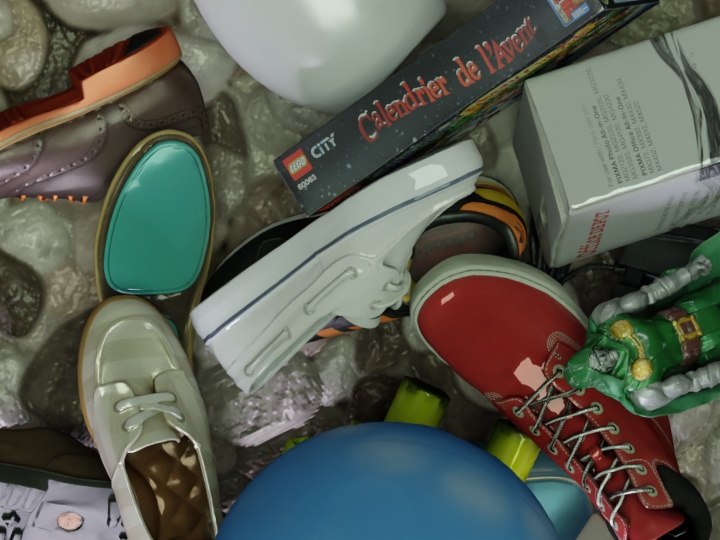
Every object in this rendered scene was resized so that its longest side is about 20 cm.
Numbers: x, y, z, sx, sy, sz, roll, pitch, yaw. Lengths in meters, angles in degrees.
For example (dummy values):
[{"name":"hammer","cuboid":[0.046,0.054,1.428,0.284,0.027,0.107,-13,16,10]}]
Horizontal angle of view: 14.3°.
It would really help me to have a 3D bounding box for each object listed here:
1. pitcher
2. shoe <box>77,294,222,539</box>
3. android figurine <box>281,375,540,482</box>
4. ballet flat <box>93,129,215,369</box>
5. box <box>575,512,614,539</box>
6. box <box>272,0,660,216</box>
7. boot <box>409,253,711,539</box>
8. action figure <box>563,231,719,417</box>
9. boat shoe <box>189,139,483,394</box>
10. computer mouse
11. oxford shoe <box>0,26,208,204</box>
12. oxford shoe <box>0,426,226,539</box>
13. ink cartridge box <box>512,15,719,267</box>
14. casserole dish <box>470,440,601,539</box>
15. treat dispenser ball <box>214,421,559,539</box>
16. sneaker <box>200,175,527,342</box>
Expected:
[{"name":"pitcher","cuboid":[-0.034,-0.200,1.592,0.200,0.121,0.172,44,78,-2]},{"name":"shoe","cuboid":[-0.107,0.111,1.600,0.070,0.053,0.201,-17,101,-24]},{"name":"android figurine","cuboid":[0.025,0.168,1.662,0.181,0.041,0.201,22,98,-8]},{"name":"ballet flat","cuboid":[-0.123,0.012,1.643,0.068,0.063,0.201,4,106,-12]},{"name":"box","cuboid":[0.207,0.248,1.645,0.199,0.152,0.107,28,99,-32]},{"name":"box","cuboid":[0.060,-0.104,1.572,0.200,0.137,0.038,-34,86,20]},{"name":"boot","cuboid":[0.115,0.081,1.581,0.072,0.145,0.200,-43,125,18]},{"name":"action figure","cuboid":[0.192,0.032,1.595,0.199,0.055,0.119,-19,71,-32]},{"name":"boat shoe","cuboid":[-0.003,-0.001,1.576,0.200,0.074,0.066,-34,86,30]},{"name":"computer mouse","cuboid":[0.185,0.036,1.683,0.199,0.046,0.141,15,99,-7]},{"name":"oxford shoe","cuboid":[-0.179,-0.060,1.625,0.199,0.071,0.073,-28,107,1]},{"name":"oxford shoe","cuboid":[-0.157,0.127,1.662,0.199,0.085,0.073,20,119,-29]},{"name":"ink cartridge box","cuboid":[0.189,-0.081,1.597,0.199,0.145,0.084,-17,79,-3]},{"name":"casserole dish","cuboid":[0.065,0.165,1.705,0.199,0.039,0.122,-7,101,-2]},{"name":"treat dispenser ball","cuboid":[0.014,0.182,1.542,0.200,0.201,0.202,-1,102,-4]},{"name":"sneaker","cuboid":[0.000,0.000,1.639,0.199,0.090,0.070,-19,102,-1]}]
